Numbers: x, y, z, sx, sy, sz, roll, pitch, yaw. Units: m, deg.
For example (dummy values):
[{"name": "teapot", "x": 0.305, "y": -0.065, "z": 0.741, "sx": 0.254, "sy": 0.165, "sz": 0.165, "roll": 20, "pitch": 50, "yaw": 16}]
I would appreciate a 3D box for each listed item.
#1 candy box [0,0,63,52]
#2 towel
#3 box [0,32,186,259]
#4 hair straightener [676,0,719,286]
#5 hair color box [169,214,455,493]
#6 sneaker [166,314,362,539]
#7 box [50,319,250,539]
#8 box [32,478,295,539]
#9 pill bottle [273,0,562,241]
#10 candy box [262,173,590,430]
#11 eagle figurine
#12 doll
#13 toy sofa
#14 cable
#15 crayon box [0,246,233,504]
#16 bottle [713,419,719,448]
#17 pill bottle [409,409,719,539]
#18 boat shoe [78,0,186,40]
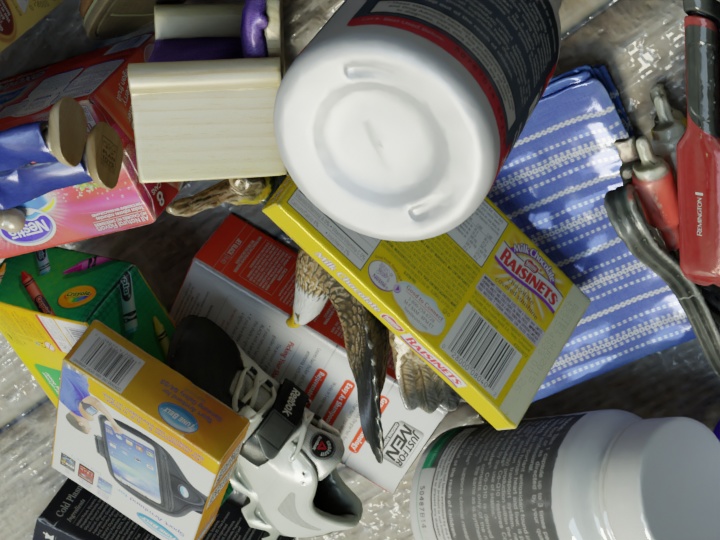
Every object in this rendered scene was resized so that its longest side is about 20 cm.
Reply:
[{"name": "candy box", "x": -0.278, "y": -0.139, "z": 1.017, "sx": 0.116, "sy": 0.200, "sz": 0.057, "roll": -16, "pitch": 116, "yaw": 32}, {"name": "towel", "x": 0.120, "y": -0.017, "z": 1.007, "sx": 0.144, "sy": 0.024, "sz": 0.200, "roll": -23, "pitch": 113, "yaw": 13}, {"name": "box", "x": -0.213, "y": -0.077, "z": 1.098, "sx": 0.199, "sy": 0.100, "sz": 0.096, "roll": -12, "pitch": 118, "yaw": 30}, {"name": "hair straightener", "x": 0.203, "y": -0.096, "z": 0.911, "sx": 0.041, "sy": 0.077, "sz": 0.201, "roll": 6, "pitch": 113, "yaw": 45}, {"name": "hair color box", "x": -0.034, "y": 0.059, "z": 1.137, "sx": 0.200, "sy": 0.061, "sz": 0.102, "roll": 32, "pitch": 132, "yaw": 2}, {"name": "sneaker", "x": -0.057, "y": 0.104, "z": 1.097, "sx": 0.088, "sy": 0.074, "sz": 0.200, "roll": -4, "pitch": 133, "yaw": 31}, {"name": "box", "x": -0.145, "y": 0.121, "z": 1.084, "sx": 0.119, "sy": 0.042, "sz": 0.200, "roll": 32, "pitch": 147, "yaw": 6}, {"name": "box", "x": -0.173, "y": 0.267, "z": 1.323, "sx": 0.182, "sy": 0.104, "sz": 0.200, "roll": 25, "pitch": 130, "yaw": 5}, {"name": "pill bottle", "x": 0.043, "y": -0.116, "z": 0.885, "sx": 0.119, "sy": 0.200, "sz": 0.120, "roll": 12, "pitch": 128, "yaw": 16}, {"name": "candy box", "x": 0.043, "y": -0.007, "z": 0.958, "sx": 0.200, "sy": 0.102, "sz": 0.026, "roll": 44, "pitch": 151, "yaw": -17}, {"name": "eagle figurine", "x": -0.002, "y": 0.004, "z": 1.032, "sx": 0.200, "sy": 0.152, "sz": 0.151, "roll": 45, "pitch": 162, "yaw": 15}, {"name": "doll", "x": -0.247, "y": -0.056, "z": 1.008, "sx": 0.199, "sy": 0.049, "sz": 0.136, "roll": -9, "pitch": 158, "yaw": 22}, {"name": "toy sofa", "x": -0.084, "y": -0.122, "z": 0.932, "sx": 0.083, "sy": 0.200, "sz": 0.098, "roll": -3, "pitch": 109, "yaw": -2}, {"name": "cable", "x": 0.198, "y": -0.006, "z": 0.959, "sx": 0.050, "sy": 0.097, "sz": 0.200, "roll": -17, "pitch": 115, "yaw": 32}, {"name": "crayon box", "x": -0.168, "y": 0.075, "z": 1.144, "sx": 0.119, "sy": 0.058, "sz": 0.200, "roll": 11, "pitch": 142, "yaw": 39}, {"name": "bottle", "x": 0.267, "y": 0.113, "z": 1.034, "sx": 0.083, "sy": 0.065, "sz": 0.200, "roll": 33, "pitch": 131, "yaw": 8}, {"name": "pill bottle", "x": 0.135, "y": 0.150, "z": 1.061, "sx": 0.200, "sy": 0.113, "sz": 0.113, "roll": -13, "pitch": 118, "yaw": 49}, {"name": "boat shoe", "x": -0.120, "y": -0.216, "z": 0.985, "sx": 0.200, "sy": 0.072, "sz": 0.068, "roll": -40, "pitch": 75, "yaw": 45}]
